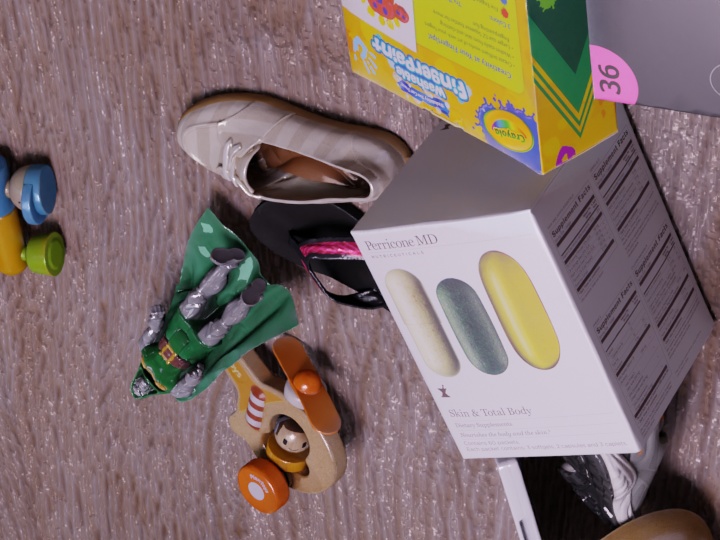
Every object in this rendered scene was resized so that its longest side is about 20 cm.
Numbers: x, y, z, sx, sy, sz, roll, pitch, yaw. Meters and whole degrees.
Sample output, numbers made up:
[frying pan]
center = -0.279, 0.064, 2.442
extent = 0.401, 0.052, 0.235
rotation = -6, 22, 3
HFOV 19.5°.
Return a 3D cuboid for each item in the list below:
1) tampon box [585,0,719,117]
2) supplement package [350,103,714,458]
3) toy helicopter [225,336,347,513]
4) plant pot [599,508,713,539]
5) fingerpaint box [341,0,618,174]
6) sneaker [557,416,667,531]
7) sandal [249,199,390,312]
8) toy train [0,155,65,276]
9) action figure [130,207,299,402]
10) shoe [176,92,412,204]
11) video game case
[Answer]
[tampon box]
center = 0.245, -0.180, 1.236
extent = 0.200, 0.126, 0.150
rotation = 11, 130, 27
[supplement package]
center = 0.123, 0.006, 1.455
extent = 0.152, 0.151, 0.200
rotation = -6, 121, 37
[toy helicopter]
center = -0.080, 0.096, 1.729
extent = 0.200, 0.079, 0.132
rotation = 54, 143, 2
[plant pot]
center = 0.201, 0.270, 1.596
extent = 0.027, 0.200, 0.200
rotation = 43, 146, 39
[fingerpaint box]
center = 0.071, -0.179, 1.346
extent = 0.200, 0.073, 0.167
rotation = 32, 142, 44
[sneaker]
center = 0.195, 0.141, 1.554
extent = 0.074, 0.079, 0.200
rotation = 45, 170, 18
[sandal]
center = 0.000, 0.000, 1.611
extent = 0.200, 0.045, 0.075
rotation = 29, 136, 11
[toy train]
center = -0.305, -0.012, 1.791
extent = 0.115, 0.085, 0.200
rotation = 3, 128, 15
[action figure]
center = -0.137, 0.052, 1.701
extent = 0.118, 0.055, 0.200
rotation = 54, 137, 12
[shoe]
center = -0.059, -0.087, 1.572
extent = 0.200, 0.053, 0.070
rotation = 11, 130, 27
[video game case]
center = 0.127, 0.186, 1.622
extent = 0.017, 0.143, 0.200
rotation = -16, 120, 4
